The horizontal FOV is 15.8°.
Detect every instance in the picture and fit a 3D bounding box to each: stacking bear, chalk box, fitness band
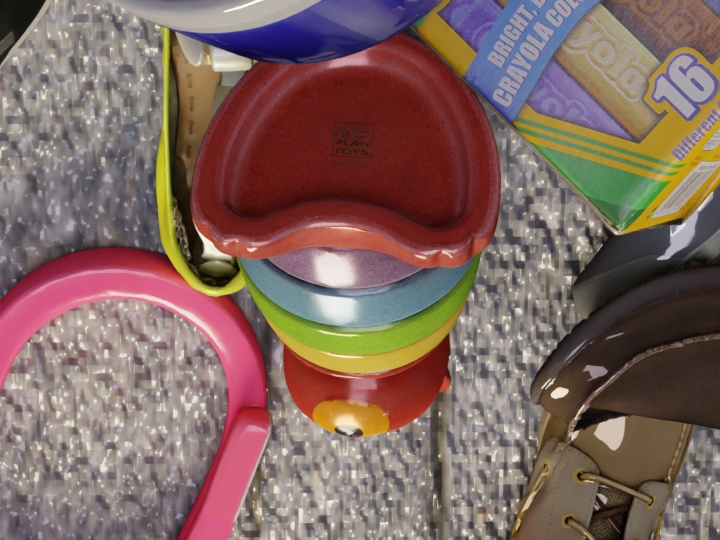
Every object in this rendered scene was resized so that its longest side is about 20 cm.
[{"bbox_3d":[0.000,0.000,1.107,0.121,0.114,0.200,3,146,4],"label":"stacking bear"},{"bbox_3d":[0.090,-0.128,1.056,0.200,0.124,0.124,47,106,11],"label":"chalk box"},{"bbox_3d":[-0.123,0.085,1.204,0.143,0.037,0.201,22,109,-6],"label":"fitness band"}]

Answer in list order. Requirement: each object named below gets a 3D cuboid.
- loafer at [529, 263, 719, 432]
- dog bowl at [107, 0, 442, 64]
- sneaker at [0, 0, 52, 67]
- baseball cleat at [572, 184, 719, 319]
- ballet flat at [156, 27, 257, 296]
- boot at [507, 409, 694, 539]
[{"bbox_3d":[0.170,0.038,1.127,0.199,0.071,0.073,-13,155,-20],"label":"loafer"},{"bbox_3d":[-0.032,-0.184,1.011,0.200,0.200,0.079,-46,148,16],"label":"dog bowl"},{"bbox_3d":[-0.178,-0.096,1.101,0.075,0.088,0.201,23,109,-9],"label":"sneaker"},{"bbox_3d":[0.151,-0.067,1.139,0.200,0.070,0.107,-42,91,12],"label":"baseball cleat"},{"bbox_3d":[-0.057,-0.081,1.120,0.066,0.067,0.201,4,111,-1],"label":"ballet flat"},{"bbox_3d":[0.106,0.132,1.159,0.072,0.156,0.201,22,109,-9],"label":"boot"}]
